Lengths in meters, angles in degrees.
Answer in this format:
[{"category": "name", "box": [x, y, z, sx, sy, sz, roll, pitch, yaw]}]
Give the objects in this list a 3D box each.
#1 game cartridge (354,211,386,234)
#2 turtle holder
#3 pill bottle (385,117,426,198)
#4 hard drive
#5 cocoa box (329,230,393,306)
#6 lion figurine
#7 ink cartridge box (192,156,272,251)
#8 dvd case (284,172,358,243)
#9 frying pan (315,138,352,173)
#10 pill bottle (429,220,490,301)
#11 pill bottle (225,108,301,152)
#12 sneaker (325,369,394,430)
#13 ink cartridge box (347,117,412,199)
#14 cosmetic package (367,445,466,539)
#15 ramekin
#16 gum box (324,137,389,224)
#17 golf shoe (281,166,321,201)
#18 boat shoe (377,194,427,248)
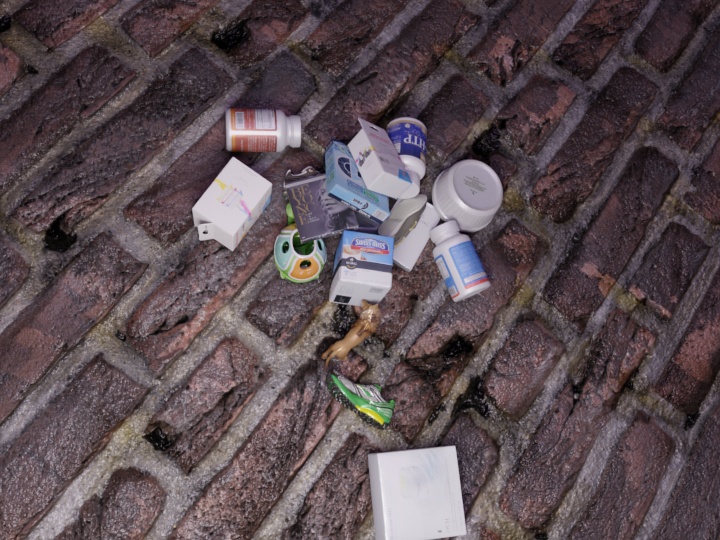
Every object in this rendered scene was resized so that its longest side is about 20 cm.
[{"category": "game cartridge", "box": [0.012, -0.190, 1.732, 0.131, 0.041, 0.203, 4, 67, -9]}, {"category": "turtle holder", "box": [-0.148, -0.068, 1.626, 0.139, 0.132, 0.188, 18, 71, -5]}, {"category": "pill bottle", "box": [0.122, -0.307, 1.745, 0.118, 0.120, 0.203, 8, 65, -9]}, {"category": "hard drive", "box": [0.129, -0.113, 1.750, 0.131, 0.026, 0.201, 32, 71, -1]}, {"category": "cocoa box", "box": [0.000, 0.000, 1.599, 0.131, 0.200, 0.133, 8, 71, -7]}, {"category": "lion figurine", "box": [-0.022, 0.170, 1.586, 0.072, 0.123, 0.201, 38, 71, 2]}, {"category": "ink cartridge box", "box": [-0.334, -0.157, 1.618, 0.124, 0.129, 0.201, 33, 71, 0]}, {"category": "dvd case", "box": [-0.100, -0.165, 1.591, 0.147, 0.016, 0.202, -15, 54, -6]}, {"category": "frying pan", "box": [-0.073, -0.287, 1.741, 0.114, 0.031, 0.191, 27, 73, 35]}, {"category": "pill bottle", "box": [0.262, -0.028, 1.706, 0.111, 0.112, 0.202, -19, 80, -16]}, {"category": "pill bottle", "box": [-0.263, -0.377, 1.706, 0.197, 0.112, 0.114, -1, 74, -12]}, {"category": "sneaker", "box": [-0.002, 0.311, 1.583, 0.199, 0.078, 0.086, 38, 63, -8]}, {"category": "ink cartridge box", "box": [0.043, -0.292, 1.646, 0.114, 0.068, 0.202, 13, 45, -44]}, {"category": "cosmetic package", "box": [0.131, 0.532, 1.512, 0.197, 0.123, 0.202, -3, 74, -11]}, {"category": "ramekin", "box": [0.306, -0.216, 1.767, 0.200, 0.094, 0.205, 6, 69, -16]}, {"category": "gum box", "box": [-0.010, -0.231, 1.625, 0.169, 0.045, 0.201, 26, 36, -27]}, {"category": "golf shoe", "box": [-0.113, -0.236, 1.685, 0.197, 0.078, 0.096, -1, 81, 6]}, {"category": "boat shoe", "box": [0.119, -0.133, 1.708, 0.202, 0.071, 0.061, -47, 131, -33]}]
